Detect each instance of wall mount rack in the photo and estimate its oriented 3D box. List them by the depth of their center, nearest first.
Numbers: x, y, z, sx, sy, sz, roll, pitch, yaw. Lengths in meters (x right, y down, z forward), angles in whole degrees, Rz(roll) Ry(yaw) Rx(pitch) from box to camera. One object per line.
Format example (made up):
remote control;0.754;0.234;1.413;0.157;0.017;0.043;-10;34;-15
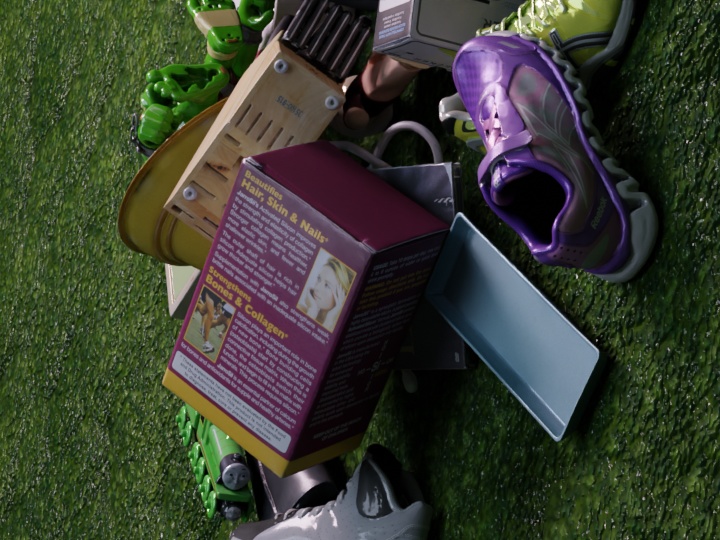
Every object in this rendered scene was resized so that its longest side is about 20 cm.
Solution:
wall mount rack;0.017;-0.007;1.735;0.173;0.074;0.201;33;115;31

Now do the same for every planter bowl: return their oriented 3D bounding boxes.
planter bowl;-0.090;-0.053;1.828;0.084;0.200;0.201;52;133;23

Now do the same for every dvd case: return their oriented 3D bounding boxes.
dvd case;0.000;0.000;1.697;0.199;0.016;0.150;-3;92;42

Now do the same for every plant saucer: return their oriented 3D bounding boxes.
plant saucer;0.105;0.036;1.548;0.200;0.019;0.070;49;123;51

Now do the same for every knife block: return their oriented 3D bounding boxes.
knife block;-0.067;-0.123;1.740;0.201;0.064;0.176;-54;10;7

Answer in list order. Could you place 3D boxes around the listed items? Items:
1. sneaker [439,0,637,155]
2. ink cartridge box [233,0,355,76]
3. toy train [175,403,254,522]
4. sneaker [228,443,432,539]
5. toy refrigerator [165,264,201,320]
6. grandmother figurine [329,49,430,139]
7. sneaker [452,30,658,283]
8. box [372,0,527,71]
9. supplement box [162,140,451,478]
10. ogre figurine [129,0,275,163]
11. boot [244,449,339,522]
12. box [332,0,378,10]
sneaker;0.123;-0.152;1.549;0.201;0.076;0.076;-60;29;34
ink cartridge box;-0.067;-0.229;1.986;0.146;0.082;0.202;-11;71;64
toy train;-0.119;0.145;1.887;0.200;0.041;0.057;-121;42;-65
sneaker;-0.014;0.185;1.709;0.199;0.075;0.116;9;80;46
toy refrigerator;-0.111;-0.040;2.024;0.200;0.069;0.076;-54;35;44
grandmother figurine;0.020;-0.156;1.771;0.121;0.061;0.200;-41;-1;-26
sneaker;0.109;-0.076;1.471;0.201;0.088;0.081;59;137;28
box;0.083;-0.245;1.631;0.060;0.116;0.202;-8;72;62
supplement box;-0.042;0.027;1.649;0.131;0.103;0.201;36;119;25
ogre figurine;-0.131;-0.138;1.856;0.120;0.097;0.201;105;174;-46
boot;-0.057;0.119;1.836;0.201;0.065;0.166;-105;22;-54
box;-0.022;-0.248;1.807;0.200;0.157;0.051;13;92;65
